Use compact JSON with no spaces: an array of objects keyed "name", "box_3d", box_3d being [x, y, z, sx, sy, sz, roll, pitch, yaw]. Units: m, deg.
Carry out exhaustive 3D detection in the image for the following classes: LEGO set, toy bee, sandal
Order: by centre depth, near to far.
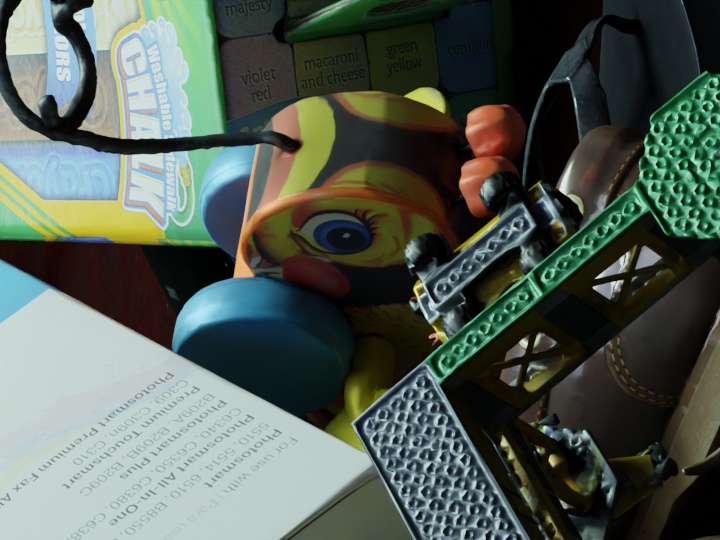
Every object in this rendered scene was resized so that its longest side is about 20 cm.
[{"name":"LEGO set","box_3d":[0.095,0.068,0.589,0.154,0.116,0.200,-46,52,10]},{"name":"toy bee","box_3d":[0.000,0.000,0.759,0.200,0.108,0.131,32,-127,-61]},{"name":"sandal","box_3d":[0.069,-0.001,0.776,0.076,0.043,0.201,-142,53,-69]}]

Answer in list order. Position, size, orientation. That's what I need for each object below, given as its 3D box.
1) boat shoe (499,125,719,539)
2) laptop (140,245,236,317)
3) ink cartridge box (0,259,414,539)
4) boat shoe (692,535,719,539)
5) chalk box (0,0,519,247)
[{"name":"boat shoe","box_3d":[0.054,0.055,0.733,0.070,0.070,0.201,-37,-28,-58]},{"name":"laptop","box_3d":[-0.046,-0.066,1.228,0.201,0.116,0.187,63,168,-11]},{"name":"ink cartridge box","box_3d":[-0.069,0.104,0.726,0.200,0.125,0.129,25,143,45]},{"name":"boat shoe","box_3d":[0.083,0.167,0.678,0.065,0.071,0.201,-155,67,-73]},{"name":"chalk box","box_3d":[-0.032,-0.076,0.907,0.200,0.124,0.124,4,102,51]}]
